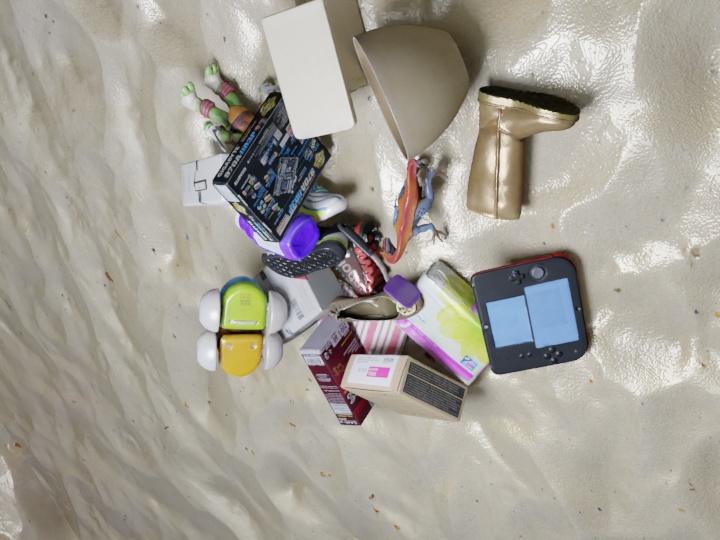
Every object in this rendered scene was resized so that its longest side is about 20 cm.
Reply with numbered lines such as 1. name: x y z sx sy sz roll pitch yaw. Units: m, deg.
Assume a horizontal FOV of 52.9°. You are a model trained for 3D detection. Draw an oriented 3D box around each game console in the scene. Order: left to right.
1. game console: 0.290 0.077 1.232 0.173 0.031 0.204 -14 112 8

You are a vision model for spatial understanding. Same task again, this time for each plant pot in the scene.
1. plant pot: 0.089 -0.289 1.103 0.132 0.201 0.204 -25 106 2

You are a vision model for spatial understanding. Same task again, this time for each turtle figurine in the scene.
1. turtle figurine: -0.234 -0.306 1.323 0.192 0.200 0.145 37 98 14

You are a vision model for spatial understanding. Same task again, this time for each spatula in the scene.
1. spatula: 0.030 -0.014 1.300 0.200 0.056 0.021 48 140 2

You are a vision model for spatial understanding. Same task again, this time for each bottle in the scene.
1. bottle: -0.162 -0.079 1.345 0.198 0.084 0.066 21 153 45

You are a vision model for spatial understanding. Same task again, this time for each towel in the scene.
1. towel: 0.005 0.113 1.501 0.197 0.030 0.149 29 128 15

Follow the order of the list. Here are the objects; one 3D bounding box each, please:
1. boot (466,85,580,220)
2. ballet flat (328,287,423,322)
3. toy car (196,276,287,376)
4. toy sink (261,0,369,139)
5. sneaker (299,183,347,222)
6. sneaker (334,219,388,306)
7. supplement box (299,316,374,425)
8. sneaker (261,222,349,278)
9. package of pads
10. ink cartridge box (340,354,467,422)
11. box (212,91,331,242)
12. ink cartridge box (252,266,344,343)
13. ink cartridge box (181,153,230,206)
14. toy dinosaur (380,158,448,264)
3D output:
1. boot: 0.250 -0.174 1.132 0.173 0.066 0.204 24 129 35
2. ballet flat: 0.024 0.071 1.351 0.196 0.046 0.069 -4 116 29
3. toy car: -0.243 0.103 1.465 0.170 0.151 0.205 2 116 -15
4. toy sink: -0.058 -0.340 1.201 0.128 0.112 0.204 -4 111 34
5. sneaker: -0.107 -0.143 1.366 0.198 0.075 0.107 -7 107 49
6. sneaker: 0.000 0.000 1.402 0.096 0.071 0.205 2 117 32
7. supplement box: -0.036 0.207 1.489 0.060 0.109 0.203 -5 122 39
8. sneaker: -0.097 -0.044 1.372 0.196 0.084 0.072 -8 140 31
9. package of pads: 0.173 0.097 1.347 0.199 0.068 0.156 39 133 6
10. ink cartridge box: 0.083 0.226 1.402 0.163 0.077 0.198 30 161 -28
11. box: -0.147 -0.177 1.244 0.045 0.203 0.159 10 153 40
12. ink cartridge box: -0.140 0.050 1.498 0.199 0.082 0.149 -36 79 43
13. ink cartridge box: -0.235 -0.166 1.355 0.198 0.143 0.087 2 95 56
14. toy dinosaur: 0.071 -0.100 1.246 0.104 0.198 0.185 32 101 32
